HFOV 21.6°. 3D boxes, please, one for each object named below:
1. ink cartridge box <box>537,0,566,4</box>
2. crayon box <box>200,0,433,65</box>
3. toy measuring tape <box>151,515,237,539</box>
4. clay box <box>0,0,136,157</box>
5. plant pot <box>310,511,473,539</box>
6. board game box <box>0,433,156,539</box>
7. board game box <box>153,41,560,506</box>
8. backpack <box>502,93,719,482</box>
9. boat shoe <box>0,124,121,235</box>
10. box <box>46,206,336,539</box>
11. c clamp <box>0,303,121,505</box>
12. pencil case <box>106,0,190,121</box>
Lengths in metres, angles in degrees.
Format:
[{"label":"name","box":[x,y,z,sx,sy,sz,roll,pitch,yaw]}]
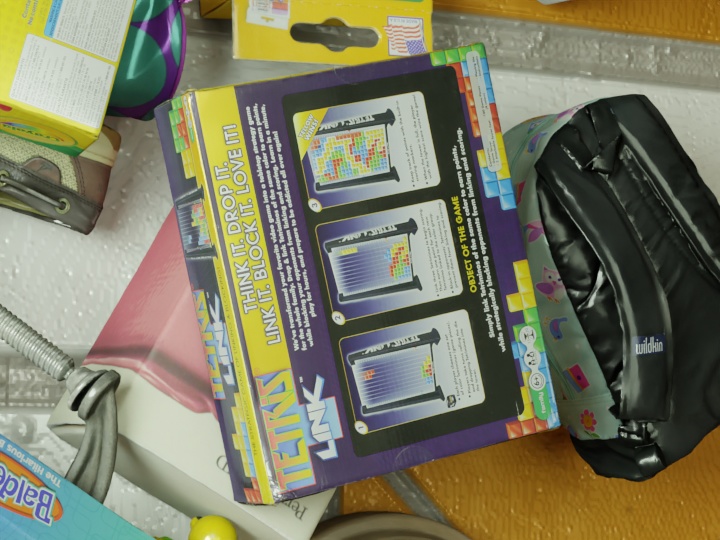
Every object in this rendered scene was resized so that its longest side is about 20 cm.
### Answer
[{"label":"ink cartridge box","box":[0.110,-0.261,1.042,0.200,0.146,0.147,27,67,-44]},{"label":"crayon box","box":[-0.026,-0.210,1.063,0.125,0.052,0.201,1,84,-25]},{"label":"toy measuring tape","box":[-0.127,0.203,0.975,0.073,0.074,0.200,33,101,-19]},{"label":"clay box","box":[-0.206,-0.141,0.878,0.199,0.048,0.115,19,73,-19]},{"label":"plant pot","box":[0.025,0.233,1.025,0.200,0.093,0.202,3,83,-25]},{"label":"board game box","box":[-0.212,0.126,0.892,0.200,0.152,0.045,37,39,-17]},{"label":"board game box","box":[0.000,0.000,0.934,0.165,0.057,0.201,-11,91,-24]},{"label":"backpack","box":[0.143,0.003,1.084,0.167,0.126,0.201,-34,99,-35]},{"label":"boat shoe","box":[-0.219,-0.059,0.946,0.199,0.073,0.065,9,83,-19]},{"label":"box","box":[-0.053,0.029,0.997,0.128,0.109,0.201,34,72,-19]},{"label":"c clamp","box":[-0.189,0.039,0.908,0.200,0.027,0.171,41,113,7]},{"label":"pencil case","box":[-0.189,-0.135,0.959,0.199,0.093,0.085,9,41,-26]}]
